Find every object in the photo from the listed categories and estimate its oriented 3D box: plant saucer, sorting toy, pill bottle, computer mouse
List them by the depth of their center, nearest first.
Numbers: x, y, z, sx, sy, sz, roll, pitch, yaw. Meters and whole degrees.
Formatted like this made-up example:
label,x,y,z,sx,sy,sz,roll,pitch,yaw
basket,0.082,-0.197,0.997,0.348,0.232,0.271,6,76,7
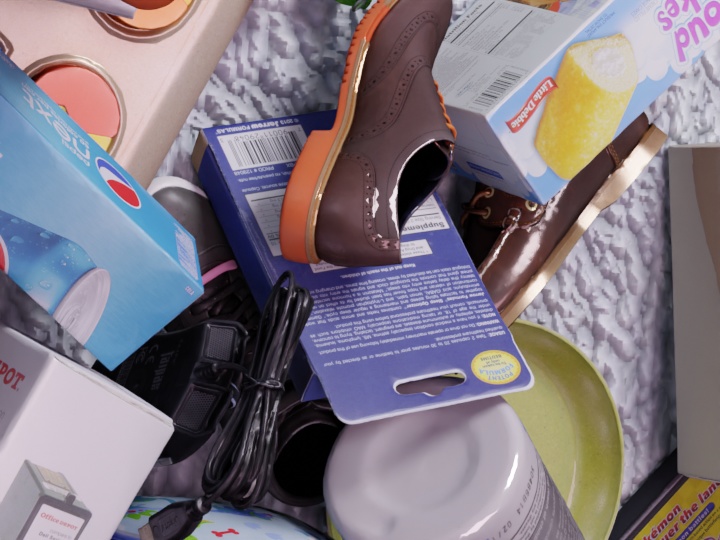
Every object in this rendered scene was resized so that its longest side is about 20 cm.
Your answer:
label,x,y,z,sx,sy,sz,roll,pitch,yaw
computer mouse,-0.090,0.089,1.409,0.046,0.200,0.141,32,57,-28
sorting toy,-0.163,-0.131,1.417,0.200,0.036,0.186,31,86,-24
pill bottle,0.064,0.156,1.503,0.114,0.114,0.200,-45,140,-12
plant saucer,0.063,0.122,1.607,0.199,0.031,0.201,-6,103,-26

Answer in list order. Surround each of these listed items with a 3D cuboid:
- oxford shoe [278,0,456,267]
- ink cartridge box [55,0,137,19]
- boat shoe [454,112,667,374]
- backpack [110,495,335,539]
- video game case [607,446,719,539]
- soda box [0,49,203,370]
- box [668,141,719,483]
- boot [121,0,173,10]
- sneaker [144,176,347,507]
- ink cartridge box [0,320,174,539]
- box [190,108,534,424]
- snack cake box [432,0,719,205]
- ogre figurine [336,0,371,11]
label,x,y,z,sx,sy,sz,roll,pitch,yaw
oxford shoe,0.022,-0.077,1.463,0.071,0.072,0.200,80,27,-53
ink cartridge box,-0.191,-0.217,1.332,0.199,0.086,0.147,13,96,-9
boat shoe,0.092,-0.031,1.560,0.070,0.070,0.200,43,63,-7
backpack,-0.088,0.198,1.446,0.182,0.200,0.148,5,99,-28
video game case,0.217,0.205,1.711,0.200,0.025,0.181,-46,118,-11
soda box,-0.169,-0.045,1.379,0.068,0.064,0.200,-40,114,12
box,0.242,0.023,1.635,0.095,0.078,0.201,-5,94,-25
boot,-0.174,-0.159,1.268,0.200,0.075,0.107,31,96,-3
sneaker,-0.058,0.042,1.485,0.071,0.099,0.201,-30,112,-17
ink cartridge box,-0.199,0.129,1.403,0.084,0.146,0.200,33,84,-28
box,0.000,0.000,1.467,0.121,0.200,0.032,-9,145,-26
snack cake box,0.125,-0.135,1.534,0.200,0.115,0.067,-43,117,-12
ogre figurine,-0.032,-0.236,1.444,0.200,0.098,0.120,42,98,-13
